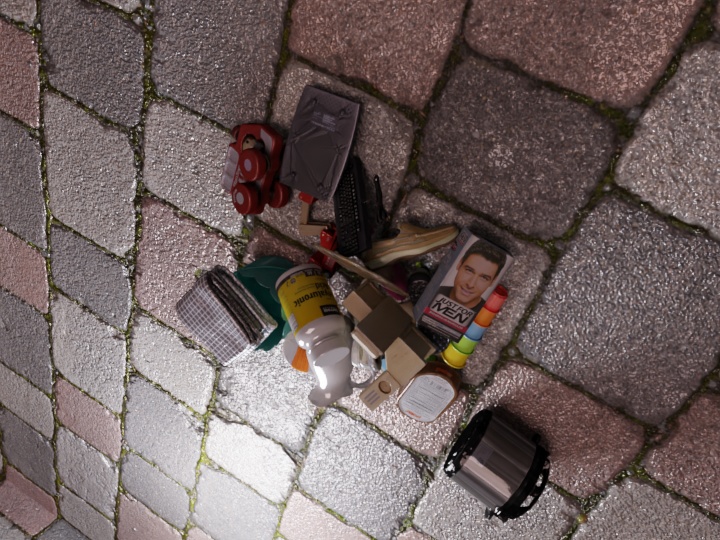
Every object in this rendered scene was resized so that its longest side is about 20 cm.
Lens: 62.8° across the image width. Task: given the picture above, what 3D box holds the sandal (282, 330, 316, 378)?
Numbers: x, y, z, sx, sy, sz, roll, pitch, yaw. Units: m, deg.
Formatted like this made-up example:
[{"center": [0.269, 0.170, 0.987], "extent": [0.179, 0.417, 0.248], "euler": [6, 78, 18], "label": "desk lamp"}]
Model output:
[{"center": [-0.135, 0.207, 1.411], "extent": [0.059, 0.080, 0.207], "euler": [16, 158, 39], "label": "sandal"}]

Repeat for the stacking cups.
[{"center": [0.233, 0.114, 1.207], "extent": [0.060, 0.061, 0.201], "euler": [32, 127, 10], "label": "stacking cups"}]

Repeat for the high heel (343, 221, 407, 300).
[{"center": [0.030, -0.009, 1.231], "extent": [0.067, 0.096, 0.201], "euler": [-16, 106, 34], "label": "high heel"}]

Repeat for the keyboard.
[{"center": [-0.004, -0.132, 1.159], "extent": [0.126, 0.021, 0.202], "euler": [-20, 67, 31], "label": "keyboard"}]

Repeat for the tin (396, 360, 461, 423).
[{"center": [0.150, 0.278, 1.332], "extent": [0.111, 0.042, 0.201], "euler": [30, 135, 3], "label": "tin"}]

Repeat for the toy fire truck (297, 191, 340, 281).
[{"center": [-0.087, -0.085, 1.286], "extent": [0.141, 0.049, 0.201], "euler": [34, 128, 9], "label": "toy fire truck"}]

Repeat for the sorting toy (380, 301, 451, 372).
[{"center": [0.095, 0.176, 1.332], "extent": [0.184, 0.036, 0.201], "euler": [-15, 107, 34], "label": "sorting toy"}]

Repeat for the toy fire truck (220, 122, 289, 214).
[{"center": [-0.234, -0.225, 1.265], "extent": [0.168, 0.112, 0.201], "euler": [42, 129, 27], "label": "toy fire truck"}]

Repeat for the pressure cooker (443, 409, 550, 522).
[{"center": [0.298, 0.422, 1.263], "extent": [0.199, 0.179, 0.177], "euler": [34, 124, 9], "label": "pressure cooker"}]

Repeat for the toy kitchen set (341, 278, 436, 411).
[{"center": [0.006, 0.164, 1.175], "extent": [0.200, 0.163, 0.181], "euler": [46, 120, 5], "label": "toy kitchen set"}]

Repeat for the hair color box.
[{"center": [0.193, 0.028, 1.128], "extent": [0.098, 0.061, 0.201], "euler": [27, 107, -12], "label": "hair color box"}]

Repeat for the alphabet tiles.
[{"center": [0.000, 0.000, 1.178], "extent": [0.199, 0.166, 0.006], "euler": [25, 85, 43], "label": "alphabet tiles"}]

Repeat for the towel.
[{"center": [-0.307, 0.108, 1.317], "extent": [0.200, 0.086, 0.165], "euler": [50, 128, -2], "label": "towel"}]

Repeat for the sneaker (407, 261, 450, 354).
[{"center": [0.147, 0.077, 1.226], "extent": [0.071, 0.083, 0.201], "euler": [-7, 115, 13], "label": "sneaker"}]

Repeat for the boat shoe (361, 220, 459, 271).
[{"center": [0.093, -0.062, 1.159], "extent": [0.199, 0.072, 0.077], "euler": [-19, 93, 6], "label": "boat shoe"}]

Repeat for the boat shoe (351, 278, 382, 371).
[{"center": [0.023, 0.117, 1.291], "extent": [0.064, 0.074, 0.204], "euler": [8, 94, 30], "label": "boat shoe"}]

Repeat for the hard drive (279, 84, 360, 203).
[{"center": [-0.078, -0.250, 1.170], "extent": [0.134, 0.042, 0.201], "euler": [24, 108, 16], "label": "hard drive"}]

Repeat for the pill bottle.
[{"center": [-0.097, 0.095, 1.239], "extent": [0.111, 0.111, 0.201], "euler": [-47, 58, 38], "label": "pill bottle"}]

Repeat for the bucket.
[{"center": [-0.225, 0.071, 1.390], "extent": [0.206, 0.135, 0.209], "euler": [14, 122, 23], "label": "bucket"}]

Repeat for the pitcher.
[{"center": [-0.042, 0.200, 1.366], "extent": [0.121, 0.170, 0.202], "euler": [38, 132, 56], "label": "pitcher"}]
